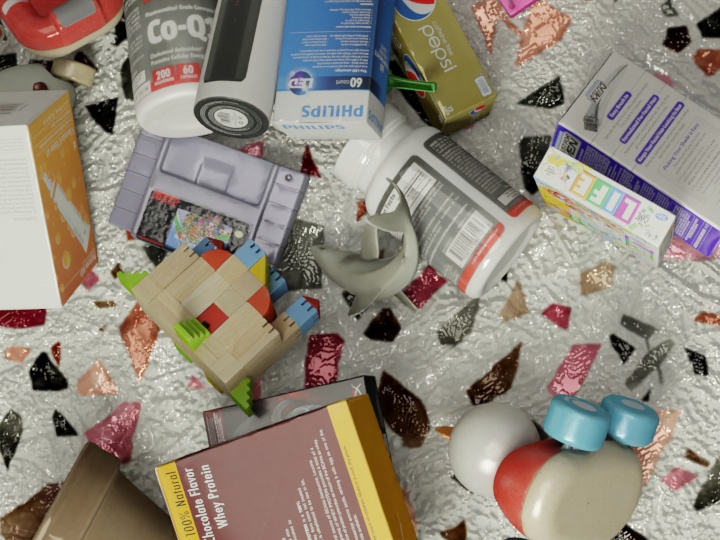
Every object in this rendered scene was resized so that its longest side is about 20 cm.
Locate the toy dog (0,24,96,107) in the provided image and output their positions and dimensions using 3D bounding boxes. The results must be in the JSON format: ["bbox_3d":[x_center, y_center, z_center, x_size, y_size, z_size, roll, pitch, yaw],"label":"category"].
[{"bbox_3d":[-0.396,-0.208,1.648,0.197,0.096,0.134,-3,82,11],"label":"toy dog"}]

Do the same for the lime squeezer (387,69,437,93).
[{"bbox_3d":[-0.009,-0.191,1.558,0.197,0.071,0.038,1,124,17],"label":"lime squeezer"}]

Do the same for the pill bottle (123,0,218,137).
[{"bbox_3d":[-0.195,-0.256,1.594,0.112,0.114,0.203,-13,72,10],"label":"pill bottle"}]

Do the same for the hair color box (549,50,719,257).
[{"bbox_3d":[0.303,-0.118,1.501,0.199,0.065,0.110,36,69,11],"label":"hair color box"}]

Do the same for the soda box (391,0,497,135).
[{"bbox_3d":[0.068,-0.247,1.568,0.063,0.068,0.202,-25,80,-8],"label":"soda box"}]

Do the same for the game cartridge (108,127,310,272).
[{"bbox_3d":[-0.167,-0.075,1.623,0.198,0.038,0.131,20,85,12],"label":"game cartridge"}]

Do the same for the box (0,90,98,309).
[{"bbox_3d":[-0.356,-0.075,1.574,0.096,0.125,0.202,-1,114,11],"label":"box"}]

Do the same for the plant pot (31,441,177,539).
[{"bbox_3d":[-0.258,0.306,1.541,0.173,0.200,0.202,30,91,-6],"label":"plant pot"}]

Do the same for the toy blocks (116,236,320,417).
[{"bbox_3d":[-0.135,0.032,1.544,0.137,0.100,0.200,-43,67,-14],"label":"toy blocks"}]

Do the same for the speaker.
[{"bbox_3d":[-0.113,-0.241,1.517,0.080,0.081,0.202,5,66,12],"label":"speaker"}]

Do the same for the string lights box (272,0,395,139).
[{"bbox_3d":[-0.023,-0.237,1.503,0.101,0.059,0.203,2,78,18],"label":"string lights box"}]

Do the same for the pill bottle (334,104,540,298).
[{"bbox_3d":[0.077,-0.075,1.532,0.199,0.116,0.116,40,93,12],"label":"pill bottle"}]

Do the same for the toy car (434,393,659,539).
[{"bbox_3d":[0.165,0.190,1.492,0.199,0.176,0.186,28,106,40],"label":"toy car"}]

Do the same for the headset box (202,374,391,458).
[{"bbox_3d":[-0.069,0.203,1.555,0.197,0.077,0.151,-12,83,8],"label":"headset box"}]

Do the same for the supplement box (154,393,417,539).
[{"bbox_3d":[-0.063,0.247,1.444,0.198,0.133,0.200,-20,85,8],"label":"supplement box"}]

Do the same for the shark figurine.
[{"bbox_3d":[0.016,0.004,1.505,0.128,0.214,0.090,46,63,-4],"label":"shark figurine"}]

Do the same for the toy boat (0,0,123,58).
[{"bbox_3d":[-0.349,-0.337,1.611,0.130,0.131,0.200,-31,58,-14],"label":"toy boat"}]

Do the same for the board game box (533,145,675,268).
[{"bbox_3d":[0.241,-0.059,1.454,0.134,0.200,0.034,30,90,13],"label":"board game box"}]

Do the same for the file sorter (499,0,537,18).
[{"bbox_3d":[0.156,-0.397,1.541,0.138,0.125,0.201,-33,79,6],"label":"file sorter"}]
